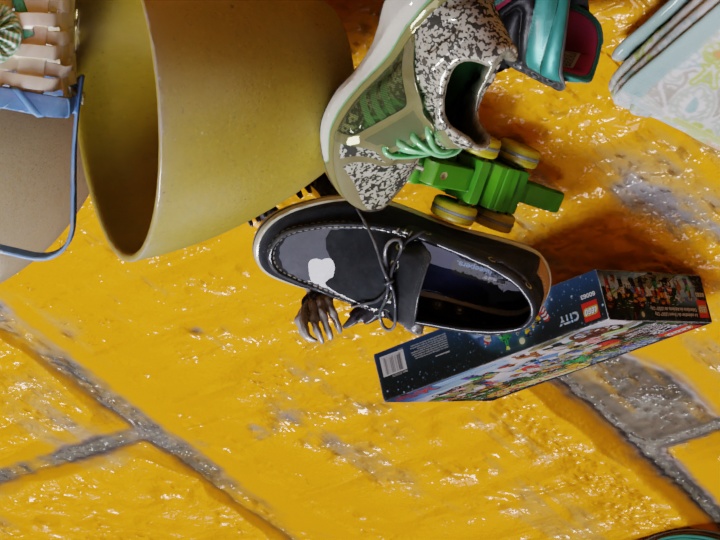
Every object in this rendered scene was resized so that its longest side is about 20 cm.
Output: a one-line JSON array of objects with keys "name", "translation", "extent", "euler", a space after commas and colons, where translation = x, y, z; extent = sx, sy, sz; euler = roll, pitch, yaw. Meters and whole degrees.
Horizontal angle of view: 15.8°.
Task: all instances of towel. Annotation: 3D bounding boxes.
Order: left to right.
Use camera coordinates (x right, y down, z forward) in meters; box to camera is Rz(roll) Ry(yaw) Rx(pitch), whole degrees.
[{"name": "towel", "translation": [0.272, -0.135, 1.601], "extent": [0.171, 0.048, 0.200], "euler": [22, 143, -23]}]

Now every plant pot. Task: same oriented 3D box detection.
[{"name": "plant pot", "translation": [-0.275, -0.060, 1.740], "extent": [0.200, 0.135, 0.200], "euler": [5, 145, 4]}, {"name": "plant pot", "translation": [-0.085, -0.112, 1.607], "extent": [0.142, 0.200, 0.200], "euler": [-6, 149, -20]}]

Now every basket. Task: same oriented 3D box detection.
[{"name": "basket", "translation": [-0.257, -0.113, 1.605], "extent": [0.176, 0.139, 0.200], "euler": [6, 103, -2]}]

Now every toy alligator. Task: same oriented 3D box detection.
[{"name": "toy alligator", "translation": [0.056, -0.067, 1.703], "extent": [0.200, 0.059, 0.054], "euler": [10, -166, -46]}]

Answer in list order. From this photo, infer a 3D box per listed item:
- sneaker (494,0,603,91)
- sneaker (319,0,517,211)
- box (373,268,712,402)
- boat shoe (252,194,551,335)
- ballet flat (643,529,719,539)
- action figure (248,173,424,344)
[{"name": "sneaker", "translation": [0.086, -0.138, 1.607], "extent": [0.121, 0.084, 0.200], "euler": [21, 143, -1]}, {"name": "sneaker", "translation": [0.037, -0.092, 1.530], "extent": [0.077, 0.089, 0.200], "euler": [-13, 146, -30]}, {"name": "box", "translation": [0.129, 0.048, 1.839], "extent": [0.200, 0.038, 0.137], "euler": [-22, 164, 36]}, {"name": "boat shoe", "translation": [0.028, 0.000, 1.702], "extent": [0.200, 0.062, 0.075], "euler": [12, 118, -4]}, {"name": "ballet flat", "translation": [0.244, 0.254, 2.152], "extent": [0.200, 0.068, 0.064], "euler": [-14, 166, 30]}, {"name": "action figure", "translation": [0.000, 0.000, 1.799], "extent": [0.119, 0.102, 0.200], "euler": [-30, 129, 27]}]
